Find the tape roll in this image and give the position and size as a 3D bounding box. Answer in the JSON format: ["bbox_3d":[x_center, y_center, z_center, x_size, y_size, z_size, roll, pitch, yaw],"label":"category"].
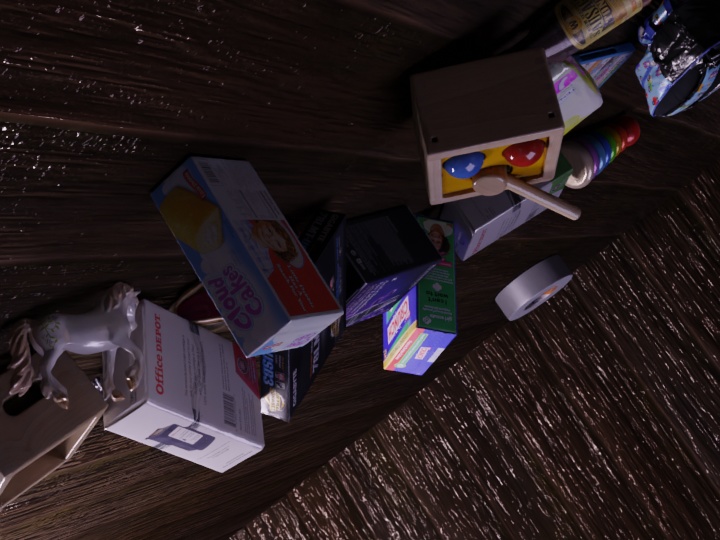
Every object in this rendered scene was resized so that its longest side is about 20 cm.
[{"bbox_3d":[0.441,0.044,3.013,0.199,0.067,0.201,-32,166,-9],"label":"tape roll"}]

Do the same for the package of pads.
[{"bbox_3d":[0.228,-0.225,1.567,0.154,0.069,0.200,-38,159,15],"label":"package of pads"}]

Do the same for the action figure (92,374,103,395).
[{"bbox_3d":[-0.286,0.158,1.626,0.118,0.103,0.199,-30,173,38],"label":"action figure"}]

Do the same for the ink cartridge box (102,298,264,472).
[{"bbox_3d":[-0.220,0.146,1.473,0.084,0.146,0.199,-31,139,27],"label":"ink cartridge box"}]

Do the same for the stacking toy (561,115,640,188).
[{"bbox_3d":[0.420,-0.220,2.070,0.199,0.086,0.085,-33,169,-36],"label":"stacking toy"}]

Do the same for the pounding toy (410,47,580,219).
[{"bbox_3d":[0.164,-0.142,1.398,0.182,0.144,0.200,-11,162,1],"label":"pounding toy"}]

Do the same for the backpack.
[{"bbox_3d":[0.481,-0.322,1.715,0.181,0.135,0.200,-27,164,-27],"label":"backpack"}]

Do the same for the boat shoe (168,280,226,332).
[{"bbox_3d":[-0.157,0.028,1.536,0.199,0.074,0.069,-30,172,-16],"label":"boat shoe"}]

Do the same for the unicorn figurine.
[{"bbox_3d":[-0.297,0.078,1.318,0.199,0.139,0.074,4,152,-46],"label":"unicorn figurine"}]

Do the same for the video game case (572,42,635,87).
[{"bbox_3d":[0.302,-0.269,1.729,0.199,0.018,0.143,-21,160,-44],"label":"video game case"}]

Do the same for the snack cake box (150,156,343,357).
[{"bbox_3d":[-0.115,-0.017,1.215,0.067,0.201,0.115,-38,166,21],"label":"snack cake box"}]

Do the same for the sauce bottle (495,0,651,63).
[{"bbox_3d":[0.255,-0.294,1.428,0.199,0.066,0.066,-36,166,-2],"label":"sauce bottle"}]

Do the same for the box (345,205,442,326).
[{"bbox_3d":[0.000,0.000,1.748,0.199,0.105,0.148,-17,158,-49],"label":"box"}]

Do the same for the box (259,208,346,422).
[{"bbox_3d":[-0.072,0.056,1.541,0.199,0.049,0.202,-60,158,-48],"label":"box"}]

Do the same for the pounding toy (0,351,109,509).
[{"bbox_3d":[-0.421,0.177,1.358,0.200,0.142,0.184,-36,172,-44],"label":"pounding toy"}]

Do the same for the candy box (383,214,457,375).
[{"bbox_3d":[0.092,0.042,1.901,0.076,0.202,0.169,7,151,-16],"label":"candy box"}]

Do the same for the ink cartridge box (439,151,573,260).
[{"bbox_3d":[0.232,-0.118,1.931,0.199,0.085,0.146,-31,166,-13],"label":"ink cartridge box"}]
